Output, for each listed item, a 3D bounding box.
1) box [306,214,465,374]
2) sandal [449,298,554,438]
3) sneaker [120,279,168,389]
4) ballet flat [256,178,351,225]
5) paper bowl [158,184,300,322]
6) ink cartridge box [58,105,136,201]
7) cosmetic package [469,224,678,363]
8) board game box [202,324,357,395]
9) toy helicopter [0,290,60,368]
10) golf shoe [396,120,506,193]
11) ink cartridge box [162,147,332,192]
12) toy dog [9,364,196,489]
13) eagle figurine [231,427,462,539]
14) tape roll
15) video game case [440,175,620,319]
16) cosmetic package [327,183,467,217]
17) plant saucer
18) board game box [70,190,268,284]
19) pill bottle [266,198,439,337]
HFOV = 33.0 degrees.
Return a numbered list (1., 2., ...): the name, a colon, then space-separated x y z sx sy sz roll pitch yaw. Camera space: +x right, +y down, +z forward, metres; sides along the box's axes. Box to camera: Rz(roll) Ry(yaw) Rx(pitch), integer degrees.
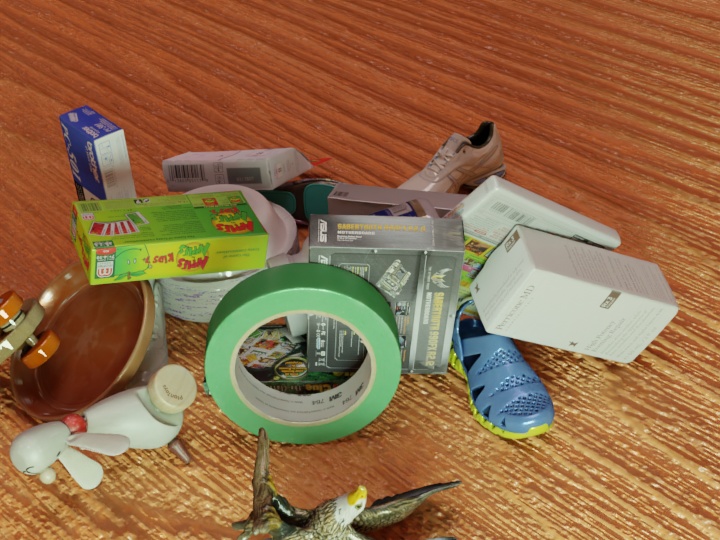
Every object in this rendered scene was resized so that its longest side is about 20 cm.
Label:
1. box: 0.022 0.028 1.279 0.157 0.201 0.049 0 47 -2
2. sandal: 0.144 0.100 1.302 0.079 0.087 0.200 -15 38 -17
3. sneaker: -0.260 0.059 1.393 0.074 0.100 0.200 -2 34 -13
4. ballet flat: -0.076 -0.093 1.633 0.199 0.070 0.071 0 15 8
5. paper bowl: -0.176 -0.033 1.515 0.199 0.105 0.201 -4 35 3
6. ink cartridge box: -0.323 -0.100 1.541 0.044 0.201 0.094 -27 40 -29
7. cosmetic package: 0.229 0.029 1.301 0.199 0.102 0.074 12 41 -27
8. board game box: -0.072 0.100 1.381 0.199 0.024 0.105 0 34 6
9. toy helicopter: -0.433 0.103 1.352 0.200 0.079 0.132 -44 24 -11
10. golf shoe: 0.112 -0.140 1.642 0.200 0.098 0.078 -30 44 -30
11. ink cartridge box: -0.150 -0.150 1.660 0.162 0.057 0.200 0 20 24
12. toy dog: -0.247 0.177 1.233 0.199 0.132 0.097 -26 78 -22
13. eagle figurine: -0.008 0.240 1.109 0.199 0.151 0.153 19 75 -16
14. tape roll: -0.058 0.088 1.240 0.199 0.201 0.048 -5 33 -1
15. video game case: 0.152 -0.014 1.316 0.199 0.182 0.023 19 44 -37
16. cosmetic package: 0.061 -0.057 1.539 0.199 0.083 0.051 7 29 15
17. plant saucer: -0.307 0.078 1.355 0.199 0.032 0.201 -17 55 26
18. board game box: -0.214 -0.039 1.363 0.199 0.048 0.102 -6 36 -24
19. pill bottle: 0.000 0.000 1.388 0.199 0.116 0.116 -19 36 -5
